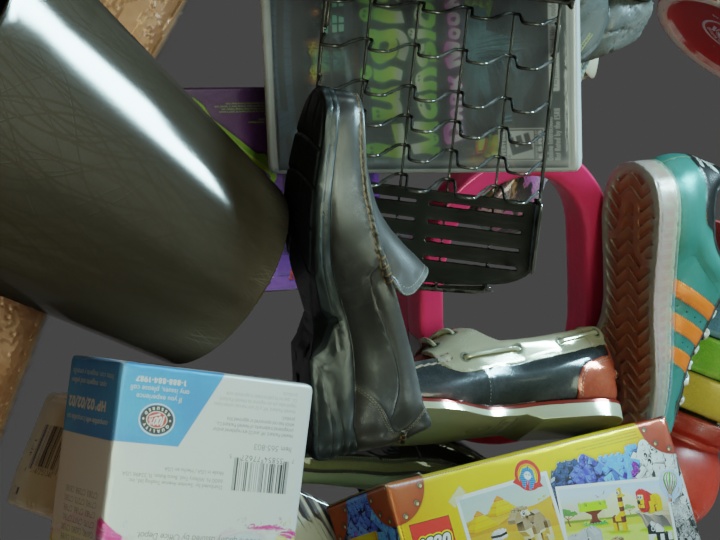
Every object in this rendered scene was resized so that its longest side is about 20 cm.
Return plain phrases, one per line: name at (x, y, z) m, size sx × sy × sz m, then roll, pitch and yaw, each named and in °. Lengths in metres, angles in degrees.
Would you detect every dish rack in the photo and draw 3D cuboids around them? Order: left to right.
dish rack at (0.036, -0.085, 1.031) m, size 0.152 × 0.055 × 0.202 m, roll 8°, pitch 105°, yaw 10°

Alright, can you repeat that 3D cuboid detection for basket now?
basket at (-0.144, -0.050, 0.974) m, size 0.199 × 0.136 × 0.182 m, roll 35°, pitch 76°, yaw -31°

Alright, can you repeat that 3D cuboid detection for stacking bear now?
stacking bear at (0.221, 0.073, 1.246) m, size 0.113 × 0.121 × 0.202 m, roll 22°, pitch 89°, yaw -43°

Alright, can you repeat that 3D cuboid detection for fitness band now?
fitness band at (0.090, 0.016, 1.168) m, size 0.142 × 0.037 × 0.202 m, roll -17°, pitch 119°, yaw -25°

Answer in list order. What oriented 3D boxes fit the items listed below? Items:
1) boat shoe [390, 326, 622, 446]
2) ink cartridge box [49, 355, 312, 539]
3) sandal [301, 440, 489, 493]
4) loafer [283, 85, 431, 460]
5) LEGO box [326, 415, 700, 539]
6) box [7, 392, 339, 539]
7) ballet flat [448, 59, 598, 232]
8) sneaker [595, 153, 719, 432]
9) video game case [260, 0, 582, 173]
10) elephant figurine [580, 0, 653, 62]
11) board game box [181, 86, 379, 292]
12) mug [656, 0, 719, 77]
boat shoe at (0.064, 0.065, 1.113) m, size 0.198 × 0.071 × 0.063 m, roll 0°, pitch 70°, yaw -23°
ink cartridge box at (-0.099, 0.151, 0.976) m, size 0.114 × 0.068 × 0.202 m, roll 9°, pitch 86°, yaw -32°
sandal at (0.017, 0.128, 1.145) m, size 0.199 × 0.080 × 0.058 m, roll 11°, pitch 103°, yaw -25°
loafer at (0.000, 0.000, 1.012) m, size 0.071 × 0.073 × 0.202 m, roll -5°, pitch 108°, yaw -12°
LEGO box at (0.098, 0.179, 1.073) m, size 0.198 × 0.077 × 0.150 m, roll -10°, pitch 80°, yaw -31°
box at (-0.091, 0.138, 1.068) m, size 0.199 × 0.082 × 0.069 m, roll 28°, pitch 77°, yaw -31°
ballet flat at (0.116, -0.117, 1.203) m, size 0.071 × 0.069 × 0.202 m, roll 29°, pitch 80°, yaw -47°
sneaker at (0.192, 0.027, 1.171) m, size 0.079 × 0.071 × 0.202 m, roll -9°, pitch 113°, yaw -31°
video game case at (0.032, -0.155, 1.055) m, size 0.180 × 0.023 × 0.202 m, roll 0°, pitch 103°, yaw 11°
elephant figurine at (0.087, -0.217, 1.134) m, size 0.154 × 0.200 × 0.142 m, roll -19°, pitch 144°, yaw -46°
board game box at (-0.078, -0.046, 1.100) m, size 0.198 × 0.032 × 0.122 m, roll -3°, pitch 89°, yaw -31°
mug at (0.277, -0.239, 1.280) m, size 0.201 × 0.176 × 0.134 m, roll -58°, pitch 154°, yaw -12°
